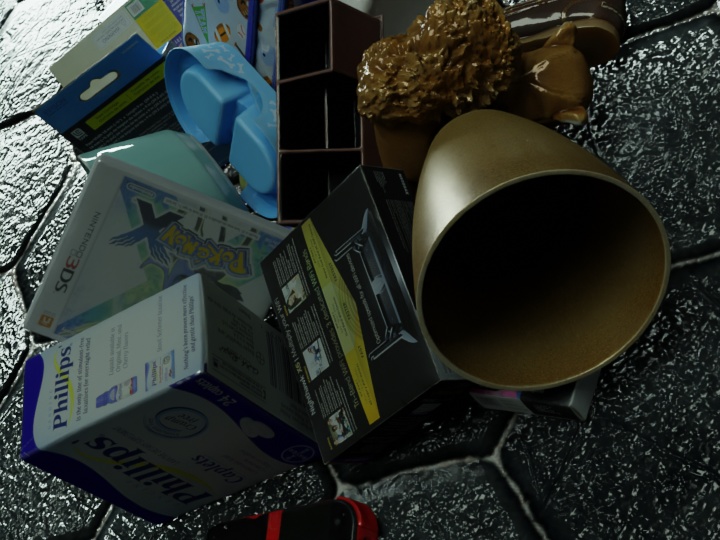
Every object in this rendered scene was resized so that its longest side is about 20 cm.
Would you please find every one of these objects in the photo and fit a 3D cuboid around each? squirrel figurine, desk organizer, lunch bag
[{"bbox_3d":[0.101,-0.156,1.090,0.186,0.200,0.142,-5,73,18],"label":"squirrel figurine"},{"bbox_3d":[-0.027,-0.136,1.143,0.072,0.077,0.200,-7,80,36],"label":"desk organizer"},{"bbox_3d":[-0.105,-0.257,1.247,0.075,0.200,0.160,-27,53,-33],"label":"lunch bag"}]

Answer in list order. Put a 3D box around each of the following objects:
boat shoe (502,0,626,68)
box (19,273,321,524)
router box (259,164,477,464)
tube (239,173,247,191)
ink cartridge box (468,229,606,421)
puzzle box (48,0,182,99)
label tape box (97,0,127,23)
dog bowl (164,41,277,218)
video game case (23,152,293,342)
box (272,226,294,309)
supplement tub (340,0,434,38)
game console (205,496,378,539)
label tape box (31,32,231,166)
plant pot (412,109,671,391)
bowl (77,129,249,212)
[{"bbox_3d":[0.153,-0.217,1.187,0.200,0.070,0.070,-5,53,27],"label":"boat shoe"},{"bbox_3d":[-0.160,0.120,1.109,0.200,0.184,0.105,-26,50,22],"label":"box"},{"bbox_3d":[0.003,0.038,1.055,0.157,0.052,0.200,-40,59,39],"label":"router box"},{"bbox_3d":[-0.027,-0.106,1.262,0.200,0.058,0.052,-7,14,29],"label":"tube"},{"bbox_3d":[0.163,0.022,1.034,0.095,0.037,0.200,3,61,39],"label":"ink cartridge box"},{"bbox_3d":[-0.248,-0.246,1.484,0.200,0.133,0.025,-37,4,10],"label":"puzzle box"},{"bbox_3d":[-0.252,-0.337,1.587,0.143,0.066,0.200,-47,45,2],"label":"label tape box"},{"bbox_3d":[-0.114,-0.141,1.229,0.050,0.112,0.200,-29,66,-29],"label":"dog bowl"},{"bbox_3d":[-0.179,0.010,1.154,0.183,0.200,0.022,-61,19,20],"label":"video game case"},{"bbox_3d":[0.000,0.000,1.167,0.200,0.048,0.117,16,71,42],"label":"box"},{"bbox_3d":[-0.005,-0.278,1.295,0.145,0.145,0.200,-51,44,-4],"label":"supplement tub"},{"bbox_3d":[-0.067,0.289,1.032,0.177,0.031,0.200,-19,50,33],"label":"game console"},{"bbox_3d":[-0.230,-0.169,1.353,0.144,0.200,0.063,-33,45,15],"label":"label tape box"},{"bbox_3d":[0.116,-0.042,0.980,0.186,0.186,0.200,-35,32,13],"label":"plant pot"},{"bbox_3d":[-0.179,-0.059,1.258,0.105,0.201,0.201,-36,43,-10],"label":"bowl"}]
